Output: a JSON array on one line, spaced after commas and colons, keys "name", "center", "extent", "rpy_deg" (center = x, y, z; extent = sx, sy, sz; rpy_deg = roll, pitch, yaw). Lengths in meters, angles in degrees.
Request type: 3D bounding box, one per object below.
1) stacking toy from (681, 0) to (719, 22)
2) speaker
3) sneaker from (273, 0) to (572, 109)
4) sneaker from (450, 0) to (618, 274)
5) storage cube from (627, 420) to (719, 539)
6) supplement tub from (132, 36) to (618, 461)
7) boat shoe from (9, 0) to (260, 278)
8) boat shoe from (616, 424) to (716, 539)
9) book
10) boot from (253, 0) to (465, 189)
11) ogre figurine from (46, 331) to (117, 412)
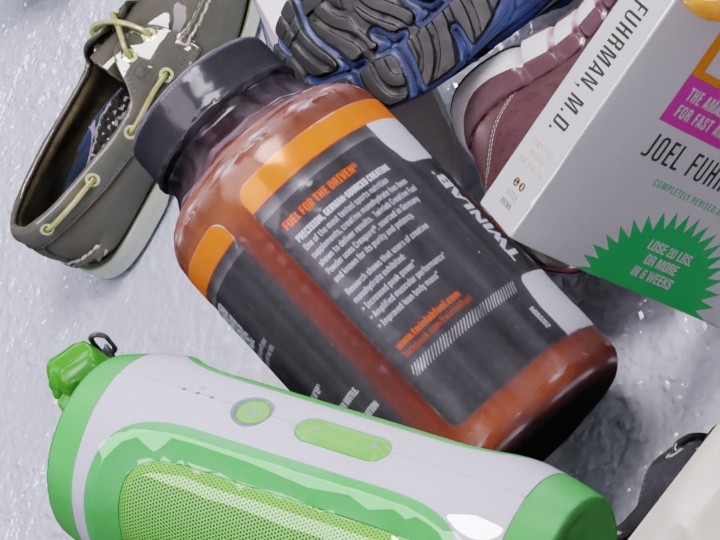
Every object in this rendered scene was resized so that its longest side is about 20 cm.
[{"name": "stacking toy", "center": [0.197, -0.113, 0.752], "extent": [0.200, 0.110, 0.116], "rpy_deg": [-9, 67, 11]}, {"name": "speaker", "center": [-0.013, 0.089, 0.851], "extent": [0.200, 0.088, 0.089], "rpy_deg": [15, 85, 28]}, {"name": "sneaker", "center": [0.054, -0.122, 0.986], "extent": [0.200, 0.078, 0.075], "rpy_deg": [-30, 76, 14]}, {"name": "sneaker", "center": [0.119, -0.059, 0.921], "extent": [0.200, 0.076, 0.116], "rpy_deg": [-39, 53, 46]}, {"name": "storage cube", "center": [0.183, 0.133, 0.675], "extent": [0.200, 0.180, 0.171], "rpy_deg": [-55, 42, 18]}, {"name": "supplement tub", "center": [0.000, 0.000, 0.931], "extent": [0.200, 0.107, 0.107], "rpy_deg": [47, 114, 13]}, {"name": "boat shoe", "center": [-0.112, -0.094, 1.195], "extent": [0.072, 0.060, 0.202], "rpy_deg": [35, 101, 49]}, {"name": "boat shoe", "center": [0.125, 0.092, 0.851], "extent": [0.200, 0.070, 0.066], "rpy_deg": [-53, 43, 30]}, {"name": "book", "center": [0.147, -0.080, 0.840], "extent": [0.200, 0.134, 0.048], "rpy_deg": [-57, 41, 16]}, {"name": "boot", "center": [0.001, -0.084, 1.066], "extent": [0.073, 0.090, 0.200], "rpy_deg": [-19, 83, 9]}, {"name": "ogre figurine", "center": [-0.052, 0.115, 0.979], "extent": [0.200, 0.120, 0.098], "rpy_deg": [22, 69, 28]}]
